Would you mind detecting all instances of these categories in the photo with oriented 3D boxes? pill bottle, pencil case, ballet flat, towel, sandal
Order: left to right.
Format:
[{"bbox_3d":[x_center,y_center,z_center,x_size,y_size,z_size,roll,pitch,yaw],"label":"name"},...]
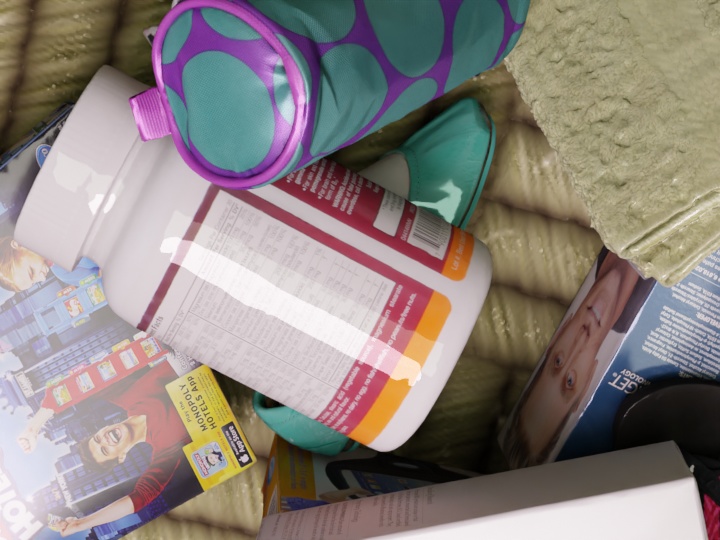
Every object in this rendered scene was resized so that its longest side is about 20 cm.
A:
[{"bbox_3d":[-0.049,-0.008,0.863,0.199,0.110,0.110,28,102,-5],"label":"pill bottle"},{"bbox_3d":[-0.005,-0.103,0.838,0.092,0.200,0.086,-3,108,37],"label":"pencil case"},{"bbox_3d":[0.000,0.000,0.946,0.070,0.067,0.201,17,105,-27],"label":"ballet flat"},{"bbox_3d":[0.146,-0.101,0.890,0.148,0.036,0.201,-32,59,6],"label":"towel"},{"bbox_3d":[0.195,0.132,0.905,0.075,0.045,0.200,-36,103,6],"label":"sandal"}]

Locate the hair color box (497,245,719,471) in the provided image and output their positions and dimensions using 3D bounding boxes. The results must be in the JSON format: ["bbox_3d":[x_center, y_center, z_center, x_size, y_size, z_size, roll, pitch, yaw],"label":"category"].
[{"bbox_3d":[0.146,0.030,0.949,0.060,0.100,0.201,25,102,-11],"label":"hair color box"}]

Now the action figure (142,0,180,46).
[{"bbox_3d":[-0.052,-0.172,0.900,0.148,0.134,0.201,3,105,-32],"label":"action figure"}]

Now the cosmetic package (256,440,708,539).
[{"bbox_3d":[0.059,0.151,0.851,0.199,0.085,0.108,-10,97,2],"label":"cosmetic package"}]

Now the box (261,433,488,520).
[{"bbox_3d":[0.050,0.136,0.962,0.199,0.119,0.042,10,103,-6],"label":"box"}]

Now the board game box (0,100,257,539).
[{"bbox_3d":[-0.184,0.050,0.932,0.199,0.062,0.201,-27,101,-7],"label":"board game box"}]
